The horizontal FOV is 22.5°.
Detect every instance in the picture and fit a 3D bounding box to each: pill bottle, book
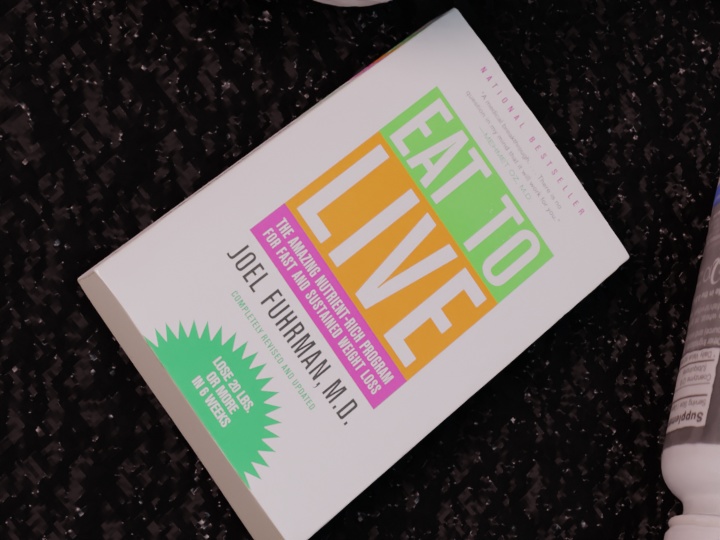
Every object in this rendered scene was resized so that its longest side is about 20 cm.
[{"bbox_3d":[0.197,0.056,0.804,0.113,0.113,0.202,21,74,-26],"label":"pill bottle"},{"bbox_3d":[0.000,0.000,0.742,0.200,0.048,0.134,-39,100,-25],"label":"book"}]

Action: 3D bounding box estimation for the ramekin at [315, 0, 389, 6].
[{"bbox_3d":[-0.010,-0.197,0.671,0.097,0.200,0.203,18,76,-34],"label":"ramekin"}]
